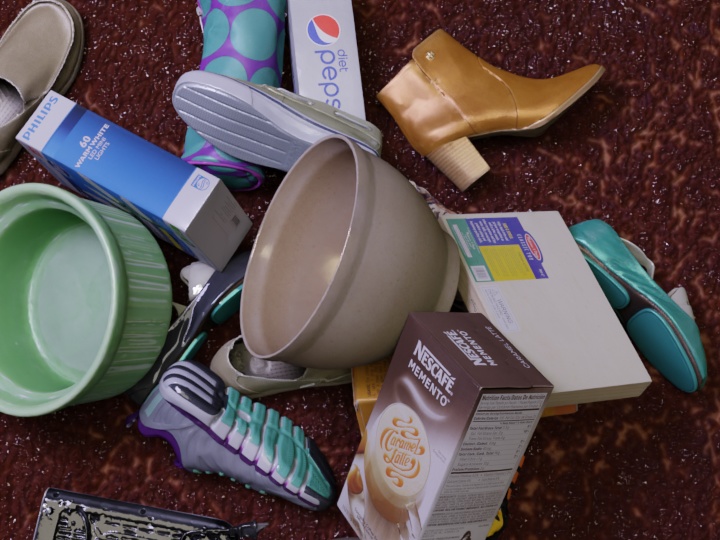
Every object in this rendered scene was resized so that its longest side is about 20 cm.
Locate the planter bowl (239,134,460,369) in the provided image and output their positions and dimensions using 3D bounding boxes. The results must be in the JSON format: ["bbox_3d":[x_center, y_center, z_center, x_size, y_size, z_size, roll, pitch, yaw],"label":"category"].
[{"bbox_3d":[0.000,0.000,1.009,0.135,0.200,0.201,21,76,-26],"label":"planter bowl"}]

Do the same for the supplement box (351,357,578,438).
[{"bbox_3d":[0.093,0.101,1.058,0.200,0.067,0.069,-10,45,1],"label":"supplement box"}]

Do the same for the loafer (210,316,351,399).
[{"bbox_3d":[-0.043,0.074,1.090,0.200,0.068,0.076,-18,80,-8],"label":"loafer"}]

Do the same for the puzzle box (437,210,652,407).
[{"bbox_3d":[0.157,0.029,1.029,0.133,0.025,0.200,-3,52,-26],"label":"puzzle box"}]

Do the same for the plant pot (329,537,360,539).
[{"bbox_3d":[0.000,0.331,0.986,0.200,0.174,0.200,1,79,-4],"label":"plant pot"}]

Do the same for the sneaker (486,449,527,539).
[{"bbox_3d":[0.113,0.183,1.016,0.070,0.090,0.200,8,122,-12],"label":"sneaker"}]

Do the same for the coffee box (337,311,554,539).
[{"bbox_3d":[0.065,0.147,0.960,0.080,0.114,0.200,3,117,-34],"label":"coffee box"}]

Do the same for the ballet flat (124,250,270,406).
[{"bbox_3d":[-0.157,0.037,1.092,0.073,0.073,0.200,40,80,5],"label":"ballet flat"}]

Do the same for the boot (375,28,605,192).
[{"bbox_3d":[0.128,-0.188,1.156,0.201,0.071,0.144,-37,86,-5],"label":"boot"}]

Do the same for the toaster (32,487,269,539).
[{"bbox_3d":[-0.193,0.291,1.008,0.200,0.119,0.181,10,78,-1],"label":"toaster"}]

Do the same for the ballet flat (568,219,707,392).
[{"bbox_3d":[0.277,0.025,1.128,0.200,0.067,0.070,47,65,4],"label":"ballet flat"}]

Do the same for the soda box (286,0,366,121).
[{"bbox_3d":[-0.034,-0.191,1.148,0.063,0.068,0.200,-5,78,-7],"label":"soda box"}]

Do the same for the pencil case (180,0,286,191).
[{"bbox_3d":[-0.125,-0.181,1.131,0.092,0.085,0.200,2,78,17],"label":"pencil case"}]

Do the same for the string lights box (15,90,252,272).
[{"bbox_3d":[-0.205,-0.082,1.068,0.200,0.103,0.059,28,77,21],"label":"string lights box"}]

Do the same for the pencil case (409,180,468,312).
[{"bbox_3d":[0.109,-0.006,1.114,0.200,0.078,0.090,31,72,3],"label":"pencil case"}]

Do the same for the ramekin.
[{"bbox_3d":[-0.264,0.027,1.033,0.200,0.098,0.201,-2,85,28],"label":"ramekin"}]

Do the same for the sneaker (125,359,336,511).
[{"bbox_3d":[-0.116,0.166,1.070,0.200,0.074,0.088,40,116,-15],"label":"sneaker"}]

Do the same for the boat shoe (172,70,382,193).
[{"bbox_3d":[-0.073,-0.133,1.065,0.200,0.072,0.062,24,47,-10],"label":"boat shoe"}]

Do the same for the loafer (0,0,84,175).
[{"bbox_3d":[-0.331,-0.181,1.125,0.076,0.067,0.200,23,77,1],"label":"loafer"}]
